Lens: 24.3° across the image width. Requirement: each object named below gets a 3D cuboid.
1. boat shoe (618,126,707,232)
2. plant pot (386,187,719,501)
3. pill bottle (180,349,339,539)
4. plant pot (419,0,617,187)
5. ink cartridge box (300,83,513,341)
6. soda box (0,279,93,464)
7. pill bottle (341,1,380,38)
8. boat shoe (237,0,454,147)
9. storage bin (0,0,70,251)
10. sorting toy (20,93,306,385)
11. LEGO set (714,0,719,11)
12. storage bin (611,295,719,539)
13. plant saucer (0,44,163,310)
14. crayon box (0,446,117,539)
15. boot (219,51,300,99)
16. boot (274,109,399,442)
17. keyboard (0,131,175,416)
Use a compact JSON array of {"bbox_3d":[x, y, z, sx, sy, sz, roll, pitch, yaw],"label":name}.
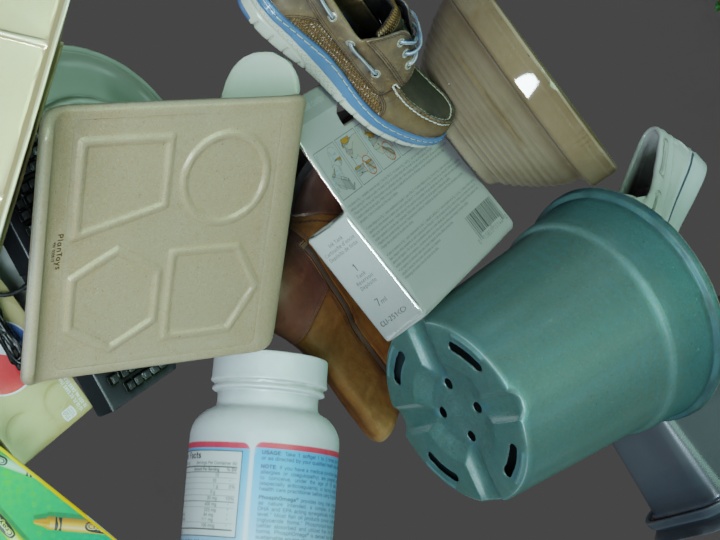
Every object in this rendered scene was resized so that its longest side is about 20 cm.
[{"bbox_3d":[0.230,-0.037,1.429,0.065,0.074,0.200,39,55,-17],"label":"boat shoe"},{"bbox_3d":[0.138,0.067,1.268,0.196,0.200,0.201,-29,99,-34],"label":"plant pot"},{"bbox_3d":[-0.071,0.161,1.183,0.108,0.109,0.201,11,78,-30],"label":"pill bottle"},{"bbox_3d":[0.109,-0.134,1.322,0.093,0.201,0.201,-37,107,10],"label":"plant pot"},{"bbox_3d":[0.018,-0.062,1.238,0.176,0.045,0.200,53,31,-2],"label":"ink cartridge box"},{"bbox_3d":[-0.268,0.033,1.104,0.068,0.064,0.200,-41,105,-29],"label":"soda box"},{"bbox_3d":[-0.071,-0.257,1.240,0.200,0.111,0.111,31,68,-25],"label":"pill bottle"},{"bbox_3d":[0.006,-0.160,1.202,0.200,0.072,0.072,32,36,-33],"label":"boat shoe"},{"bbox_3d":[-0.238,-0.078,0.966,0.093,0.200,0.199,17,81,-11],"label":"storage bin"},{"bbox_3d":[-0.129,-0.024,1.085,0.199,0.036,0.186,-9,118,-37],"label":"sorting toy"},{"bbox_3d":[0.301,-0.340,1.508,0.154,0.116,0.201,20,75,-59],"label":"LEGO set"},{"bbox_3d":[0.301,0.114,1.415,0.200,0.145,0.134,-39,94,-30],"label":"storage bin"},{"bbox_3d":[-0.198,-0.064,1.170,0.200,0.050,0.201,4,82,-32],"label":"plant saucer"},{"bbox_3d":[-0.254,0.145,1.065,0.200,0.119,0.058,43,64,-20],"label":"crayon box"},{"bbox_3d":[-0.094,-0.055,1.204,0.073,0.090,0.201,24,79,0],"label":"boot"},{"bbox_3d":[0.000,0.000,1.278,0.200,0.068,0.189,45,52,-25],"label":"boot"},{"bbox_3d":[-0.206,0.003,1.103,0.127,0.021,0.200,-34,100,-39],"label":"keyboard"}]
